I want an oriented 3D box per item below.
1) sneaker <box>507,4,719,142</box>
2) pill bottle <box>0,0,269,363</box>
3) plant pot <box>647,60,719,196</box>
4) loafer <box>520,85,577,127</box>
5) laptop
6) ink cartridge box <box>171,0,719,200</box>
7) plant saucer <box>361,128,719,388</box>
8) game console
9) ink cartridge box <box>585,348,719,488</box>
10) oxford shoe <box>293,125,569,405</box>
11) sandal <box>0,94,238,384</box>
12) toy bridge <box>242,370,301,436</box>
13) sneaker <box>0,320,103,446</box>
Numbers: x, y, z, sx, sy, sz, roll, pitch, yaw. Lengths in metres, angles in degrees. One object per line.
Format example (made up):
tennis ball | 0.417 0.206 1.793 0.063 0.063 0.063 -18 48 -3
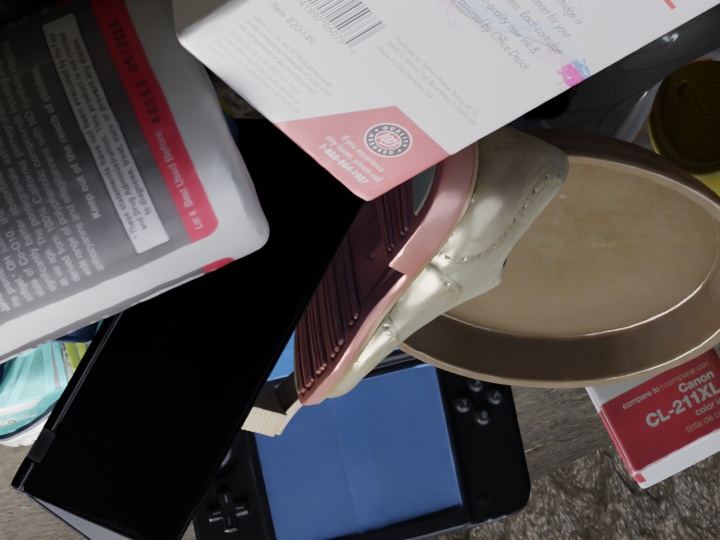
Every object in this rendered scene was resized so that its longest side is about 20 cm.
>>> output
sneaker | 0.116 -0.109 0.902 0.199 0.076 0.092 -38 155 22
pill bottle | -0.142 -0.022 0.682 0.198 0.112 0.111 -23 167 -2
plant pot | 0.236 -0.080 1.006 0.141 0.202 0.200 18 142 -34
loafer | 0.048 -0.100 0.789 0.073 0.072 0.199 -31 165 28
laptop | -0.051 0.041 0.820 0.188 0.115 0.200 -61 157 -14
ink cartridge box | 0.046 -0.119 0.637 0.199 0.068 0.116 -28 139 22
plant saucer | 0.089 -0.005 0.906 0.198 0.030 0.201 5 147 3
game console | 0.001 0.079 1.040 0.198 0.174 0.119 -13 -176 -11
ink cartridge box | 0.166 0.028 1.212 0.082 0.201 0.146 -27 167 6
oxford shoe | 0.025 0.005 0.843 0.073 0.071 0.200 7 149 -22
sandal | -0.132 -0.005 0.802 0.199 0.087 0.079 -34 166 5
toy bridge | 0.000 0.000 0.962 0.067 0.027 0.201 18 114 -32
sneaker | -0.141 0.022 0.939 0.199 0.078 0.079 -38 142 21
